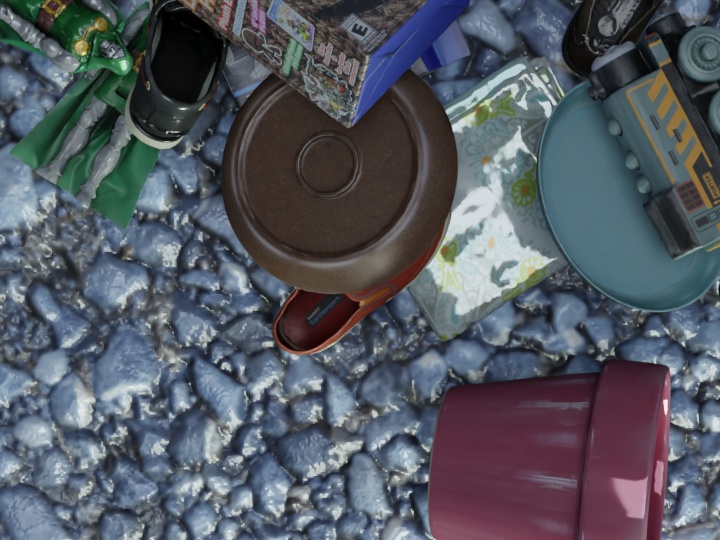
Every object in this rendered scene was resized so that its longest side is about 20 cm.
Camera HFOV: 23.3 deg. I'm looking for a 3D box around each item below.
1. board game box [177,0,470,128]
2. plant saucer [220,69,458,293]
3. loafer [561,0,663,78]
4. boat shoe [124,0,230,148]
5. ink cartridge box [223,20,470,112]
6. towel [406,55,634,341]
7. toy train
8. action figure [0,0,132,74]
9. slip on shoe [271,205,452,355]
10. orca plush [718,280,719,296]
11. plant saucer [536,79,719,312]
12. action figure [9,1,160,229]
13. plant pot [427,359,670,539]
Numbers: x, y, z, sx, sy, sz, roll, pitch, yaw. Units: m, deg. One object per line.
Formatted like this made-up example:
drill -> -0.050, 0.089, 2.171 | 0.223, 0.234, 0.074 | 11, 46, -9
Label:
board game box -> -0.031, -0.238, 1.325 | 0.200, 0.097, 0.159 | 37, 63, 10
plant saucer -> -0.023, -0.083, 1.393 | 0.200, 0.034, 0.201 | -2, 83, 16
loafer -> 0.234, -0.250, 1.435 | 0.073, 0.071, 0.200 | 23, 93, -3
boat shoe -> -0.133, -0.191, 1.380 | 0.074, 0.063, 0.202 | 23, 54, -17
ink cartridge box -> -0.016, -0.186, 1.451 | 0.200, 0.039, 0.100 | -24, 93, 0
towel -> 0.108, -0.063, 1.458 | 0.200, 0.048, 0.171 | -32, 93, 1
toy train -> 0.264, -0.105, 1.397 | 0.114, 0.085, 0.200 | -26, 87, -9
action figure -> -0.263, -0.221, 1.403 | 0.200, 0.055, 0.118 | 35, 78, 6
slip on shoe -> 0.000, 0.000, 1.425 | 0.074, 0.061, 0.200 | 46, 110, 1
orca plush -> 0.342, 0.017, 1.474 | 0.105, 0.071, 0.200 | -27, 102, -44
plant saucer -> 0.220, -0.061, 1.428 | 0.200, 0.027, 0.201 | 10, 71, -30
action figure -> -0.192, -0.150, 1.445 | 0.118, 0.055, 0.200 | 32, 89, 0
plant pot -> 0.154, 0.165, 1.414 | 0.179, 0.200, 0.201 | 6, 94, 14
